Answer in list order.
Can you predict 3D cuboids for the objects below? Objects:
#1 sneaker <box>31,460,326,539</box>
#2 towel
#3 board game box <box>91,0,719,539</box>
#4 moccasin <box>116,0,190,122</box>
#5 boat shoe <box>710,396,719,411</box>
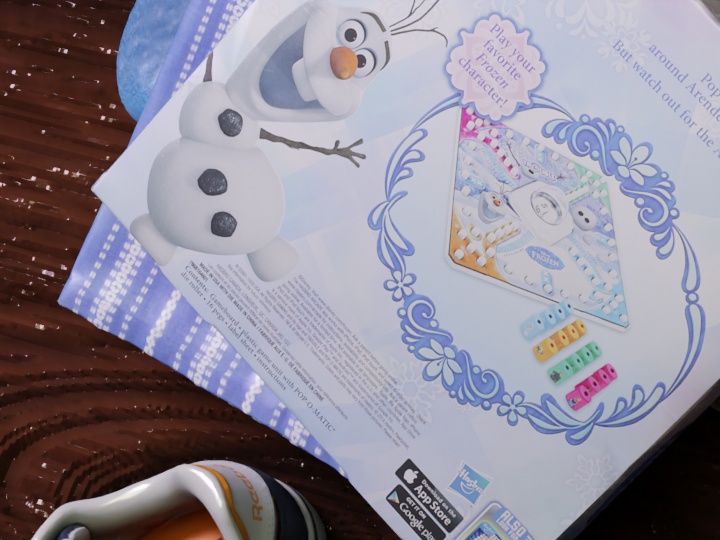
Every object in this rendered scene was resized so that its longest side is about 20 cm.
[{"bbox_3d":[-0.106,0.138,0.995,0.200,0.079,0.078,-45,60,2],"label":"sneaker"},{"bbox_3d":[0.000,0.000,0.979,0.200,0.024,0.145,31,110,15],"label":"towel"},{"bbox_3d":[0.043,-0.026,0.925,0.200,0.043,0.199,48,113,11],"label":"board game box"},{"bbox_3d":[-0.030,-0.135,1.082,0.080,0.068,0.200,24,80,37],"label":"moccasin"},{"bbox_3d":[0.178,0.021,0.924,0.199,0.072,0.076,12,74,26],"label":"boat shoe"}]
